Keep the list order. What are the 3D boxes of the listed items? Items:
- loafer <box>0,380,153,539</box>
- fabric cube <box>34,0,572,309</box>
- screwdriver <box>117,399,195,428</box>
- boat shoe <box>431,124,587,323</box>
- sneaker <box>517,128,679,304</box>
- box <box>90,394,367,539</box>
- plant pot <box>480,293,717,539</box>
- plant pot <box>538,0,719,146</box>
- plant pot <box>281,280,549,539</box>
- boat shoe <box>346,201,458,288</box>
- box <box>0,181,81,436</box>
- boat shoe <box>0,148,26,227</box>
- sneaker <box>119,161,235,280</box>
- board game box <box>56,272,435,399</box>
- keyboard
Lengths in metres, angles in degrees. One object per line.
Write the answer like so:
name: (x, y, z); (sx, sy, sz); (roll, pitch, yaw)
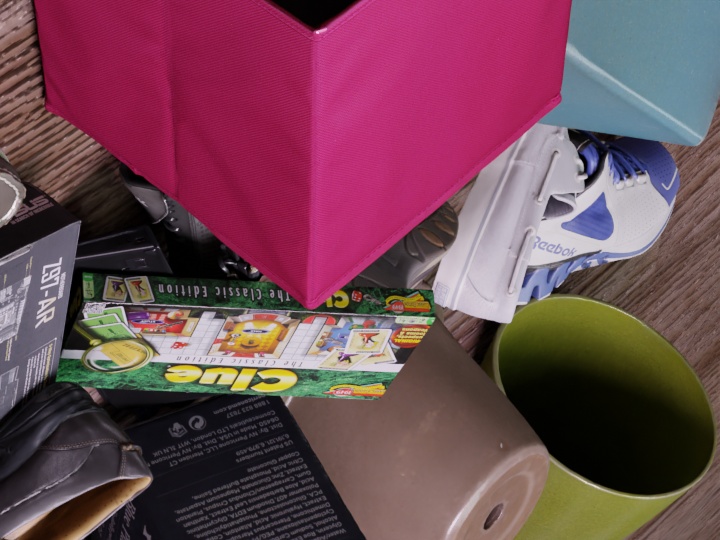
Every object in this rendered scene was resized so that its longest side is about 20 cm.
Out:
loafer: (-0.196, 0.151, 1.342); (0.200, 0.072, 0.073); (-49, 156, -10)
fabric cube: (-0.027, -0.146, 1.223); (0.196, 0.200, 0.199); (-42, 154, -27)
screwdriver: (-0.145, 0.099, 1.523); (0.200, 0.029, 0.028); (-41, 152, -27)
boat shoe: (0.112, -0.056, 1.675); (0.072, 0.068, 0.200); (107, 8, -62)
sneaker: (0.161, -0.061, 1.793); (0.199, 0.081, 0.115); (-30, 148, -38)
box: (-0.072, 0.210, 1.540); (0.117, 0.200, 0.197); (-19, 147, -24)
plant pot: (0.142, 0.151, 1.946); (0.187, 0.187, 0.200); (-28, 159, -43)
plant pot: (0.104, -0.176, 1.433); (0.200, 0.141, 0.141); (24, 82, -43)
plant pot: (0.024, 0.115, 1.666); (0.200, 0.175, 0.200); (-41, 153, -26)
boat shoe: (0.000, 0.000, 1.580); (0.073, 0.074, 0.200); (-52, 179, 31)
box: (-0.227, 0.067, 1.320); (0.160, 0.044, 0.200); (-31, 146, -41)
boat shoe: (-0.224, -0.024, 1.192); (0.202, 0.060, 0.072); (-9, 130, -57)
sneaker: (-0.095, -0.050, 1.386); (0.090, 0.066, 0.200); (-18, 147, -29)
board game box: (-0.068, 0.038, 1.420); (0.200, 0.023, 0.105); (3, 153, -18)
keyboard: (-0.105, 0.025, 1.432); (0.127, 0.021, 0.200); (-9, 153, 5)
